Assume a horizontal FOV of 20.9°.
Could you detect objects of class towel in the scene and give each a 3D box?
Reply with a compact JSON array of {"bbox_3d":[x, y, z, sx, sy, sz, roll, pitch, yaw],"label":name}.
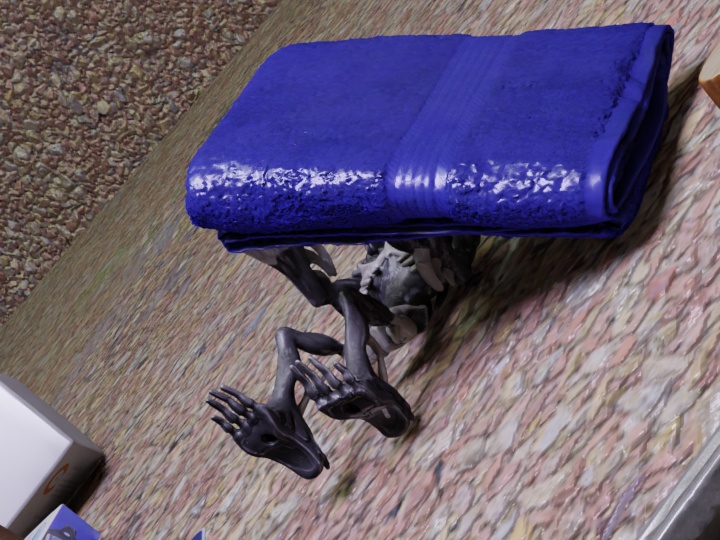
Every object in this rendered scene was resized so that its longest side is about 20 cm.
[{"bbox_3d":[0.035,-0.057,0.866,0.198,0.050,0.148,1,33,22],"label":"towel"}]

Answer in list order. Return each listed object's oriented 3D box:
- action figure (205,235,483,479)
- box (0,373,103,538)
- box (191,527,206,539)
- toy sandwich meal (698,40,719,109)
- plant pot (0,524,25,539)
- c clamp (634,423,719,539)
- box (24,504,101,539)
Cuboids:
[{"bbox_3d":[0.000,0.000,0.939,0.118,0.102,0.201,-25,25,34],"label":"action figure"},{"bbox_3d":[-0.301,0.184,1.477,0.201,0.097,0.124,-52,-8,-5],"label":"box"},{"bbox_3d":[-0.123,0.221,0.901,0.201,0.032,0.121,-52,11,9],"label":"box"},{"bbox_3d":[0.181,-0.087,0.528,0.205,0.070,0.205,-46,5,5],"label":"toy sandwich meal"},{"bbox_3d":[-0.256,0.201,1.073,0.200,0.198,0.200,-48,11,12],"label":"plant pot"},{"bbox_3d":[0.112,0.061,0.495,0.200,0.027,0.171,-51,11,-3],"label":"c clamp"},{"bbox_3d":[-0.247,0.241,1.314,0.200,0.041,0.119,-46,12,37],"label":"box"}]
